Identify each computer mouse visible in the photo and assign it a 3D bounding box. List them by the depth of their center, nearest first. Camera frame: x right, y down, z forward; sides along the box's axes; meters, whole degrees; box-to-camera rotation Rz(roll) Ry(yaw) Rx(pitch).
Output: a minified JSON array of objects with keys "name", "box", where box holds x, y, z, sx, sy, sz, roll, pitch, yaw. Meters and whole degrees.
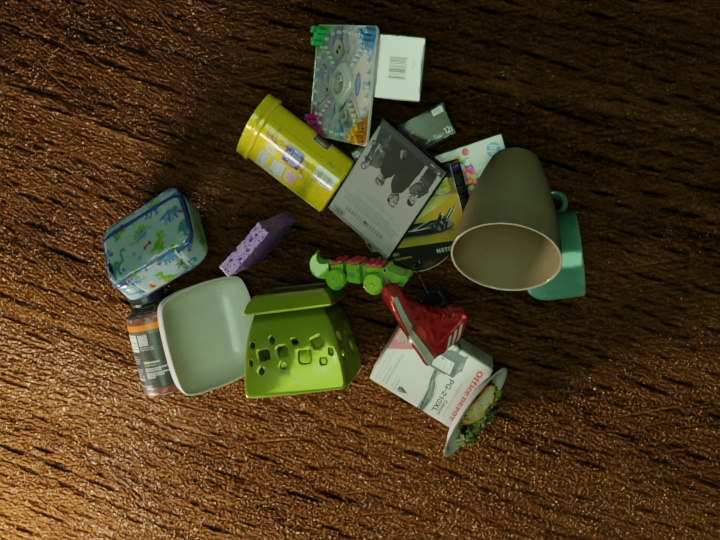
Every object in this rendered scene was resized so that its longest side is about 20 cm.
[{"name":"computer mouse","box":[0.124,0.025,1.740,0.058,0.034,0.202,-28,96,33]}]

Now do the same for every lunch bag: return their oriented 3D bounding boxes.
[{"name":"lunch bag","box":[-0.397,-0.053,1.757,0.197,0.083,0.163,-29,53,11]}]

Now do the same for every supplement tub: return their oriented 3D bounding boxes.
[{"name":"supplement tub","box":[-0.400,0.138,1.812,0.105,0.107,0.204,-10,99,9]}]

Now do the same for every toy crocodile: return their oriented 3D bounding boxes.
[{"name":"toy crocodile","box":[0.000,0.000,1.671,0.196,0.067,0.063,6,113,26]}]

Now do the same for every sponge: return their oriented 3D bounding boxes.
[{"name":"sponge","box":[-0.186,-0.052,1.704,0.030,0.200,0.112,43,104,1]}]

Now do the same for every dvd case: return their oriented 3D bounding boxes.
[{"name":"dvd case","box":[0.047,-0.144,1.628,0.150,0.025,0.201,41,118,11]}]

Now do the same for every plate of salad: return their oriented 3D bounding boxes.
[{"name":"plate of salad","box":[0.223,0.271,1.714,0.048,0.199,0.203,33,103,21]}]

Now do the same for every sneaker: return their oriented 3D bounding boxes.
[{"name":"sneaker","box":[0.119,0.071,1.650,0.115,0.079,0.201,-34,132,-3]}]

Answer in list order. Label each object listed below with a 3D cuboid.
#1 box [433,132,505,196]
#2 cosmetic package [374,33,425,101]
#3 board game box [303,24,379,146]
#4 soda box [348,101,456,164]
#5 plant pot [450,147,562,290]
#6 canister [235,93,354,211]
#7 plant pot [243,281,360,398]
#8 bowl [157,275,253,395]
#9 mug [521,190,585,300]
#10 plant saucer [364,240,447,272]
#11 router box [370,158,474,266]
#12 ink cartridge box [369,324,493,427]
[{"name":"box","box":[0.187,-0.146,1.689,0.196,0.041,0.159,-17,98,9]},{"name":"cosmetic package","box":[0.071,-0.355,1.613,0.083,0.200,0.110,6,103,4]},{"name":"board game box","box":[-0.041,-0.337,1.648,0.025,0.199,0.205,-3,104,-34]},{"name":"soda box","box":[0.079,-0.239,1.700,0.197,0.071,0.064,-26,98,11]},{"name":"plant pot","box":[0.257,-0.103,1.562,0.183,0.189,0.203,9,58,5]},{"name":"canister","box":[-0.120,-0.212,1.695,0.199,0.149,0.087,37,63,-4]},{"name":"plant pot","box":[-0.113,0.123,1.732,0.195,0.199,0.186,-6,94,9]},{"name":"bowl","box":[-0.298,0.122,1.778,0.197,0.074,0.204,-19,101,-35]},{"name":"mug","box":[0.343,-0.034,1.678,0.112,0.187,0.154,-8,127,10]},{"name":"plant saucer","box":[0.097,-0.099,1.745,0.195,0.032,0.205,1,100,6]},{"name":"router box","box":[0.103,-0.099,1.657,0.197,0.052,0.160,-12,100,29]},{"name":"ink cartridge box","box":[0.139,0.188,1.765,0.198,0.084,0.146,31,103,1]}]
